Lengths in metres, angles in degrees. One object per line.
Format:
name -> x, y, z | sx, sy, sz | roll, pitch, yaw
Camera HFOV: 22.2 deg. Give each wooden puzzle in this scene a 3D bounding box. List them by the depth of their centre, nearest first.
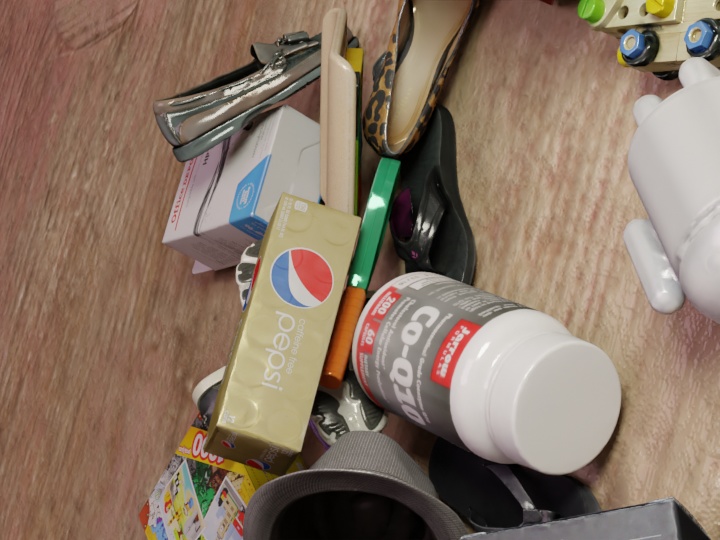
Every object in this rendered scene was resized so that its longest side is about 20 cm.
wooden puzzle -> -0.013, -0.110, 1.533 | 0.200, 0.037, 0.186 | -98, 9, -69

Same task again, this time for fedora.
fedora -> 0.004, 0.192, 1.391 | 0.176, 0.201, 0.090 | -4, 37, 15

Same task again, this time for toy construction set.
toy construction set -> 0.228, -0.205, 1.281 | 0.200, 0.092, 0.132 | -5, 74, 66

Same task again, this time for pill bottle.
pill bottle -> 0.090, 0.075, 1.341 | 0.200, 0.114, 0.114 | 20, 95, 56

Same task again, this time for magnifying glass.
magnifying glass -> 0.000, 0.000, 1.437 | 0.080, 0.022, 0.201 | 99, -176, -61

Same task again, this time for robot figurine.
robot figurine -> 0.242, -0.044, 1.169 | 0.170, 0.113, 0.200 | -42, 45, 28

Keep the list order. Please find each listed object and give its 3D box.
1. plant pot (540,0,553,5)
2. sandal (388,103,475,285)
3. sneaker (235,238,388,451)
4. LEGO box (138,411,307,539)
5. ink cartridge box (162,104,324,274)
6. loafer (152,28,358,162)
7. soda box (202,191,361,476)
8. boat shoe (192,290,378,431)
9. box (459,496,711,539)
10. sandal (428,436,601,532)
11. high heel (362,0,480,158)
plant pot -> 0.094, -0.327, 1.357 | 0.200, 0.176, 0.201 | -35, -36, -84
sandal -> 0.048, -0.050, 1.507 | 0.075, 0.048, 0.201 | -38, 48, 41
sneaker -> -0.047, 0.066, 1.472 | 0.083, 0.080, 0.201 | 111, 139, -64
LEGO box -> -0.104, 0.232, 1.593 | 0.149, 0.077, 0.200 | -59, 37, 22
ink cartridge box -> -0.116, -0.072, 1.718 | 0.200, 0.068, 0.116 | -15, 54, 53
loafer -> -0.094, -0.174, 1.651 | 0.200, 0.063, 0.072 | -35, 12, -11
soda box -> -0.059, 0.048, 1.387 | 0.064, 0.067, 0.201 | 122, 165, -62
boat shoe -> -0.046, 0.087, 1.539 | 0.200, 0.072, 0.068 | -33, 51, 12
box -> 0.153, 0.259, 1.144 | 0.147, 0.104, 0.201 | -12, 63, 20
sandal -> 0.103, 0.171, 1.349 | 0.200, 0.043, 0.076 | 22, 96, 56
high heel -> 0.060, -0.189, 1.492 | 0.143, 0.071, 0.200 | -89, 23, -52
